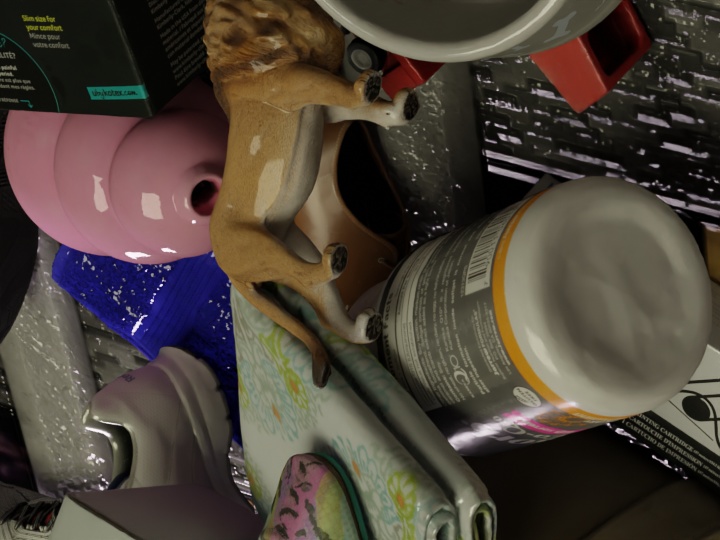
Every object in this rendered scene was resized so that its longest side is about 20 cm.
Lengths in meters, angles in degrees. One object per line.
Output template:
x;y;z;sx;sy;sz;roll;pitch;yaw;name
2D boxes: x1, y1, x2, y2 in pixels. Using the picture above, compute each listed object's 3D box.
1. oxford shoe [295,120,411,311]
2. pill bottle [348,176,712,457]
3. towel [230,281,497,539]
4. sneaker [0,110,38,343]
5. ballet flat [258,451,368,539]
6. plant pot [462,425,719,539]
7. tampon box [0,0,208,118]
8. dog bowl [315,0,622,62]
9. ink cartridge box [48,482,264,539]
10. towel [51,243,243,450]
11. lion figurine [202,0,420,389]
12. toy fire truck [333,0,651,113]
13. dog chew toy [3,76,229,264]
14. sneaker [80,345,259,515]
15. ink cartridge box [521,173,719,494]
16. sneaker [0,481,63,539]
0.000;0.000;1.450;0.071;0.071;0.201;1;124;35;oxford shoe
0.075;0.030;1.295;0.117;0.116;0.200;50;150;-9;pill bottle
-0.001;0.109;1.327;0.200;0.048;0.172;47;151;35;towel
-0.273;-0.040;1.633;0.120;0.084;0.201;22;129;17;sneaker
-0.027;0.185;1.310;0.069;0.071;0.201;37;144;44;ballet flat
0.089;0.147;1.435;0.174;0.200;0.200;48;145;22;plant pot
-0.157;-0.199;1.356;0.149;0.126;0.201;6;128;36;tampon box
0.040;-0.188;1.203;0.199;0.059;0.201;12;116;26;dog bowl
-0.106;0.236;1.433;0.144;0.145;0.201;28;101;25;ink cartridge box
-0.094;0.026;1.570;0.200;0.050;0.148;39;142;5;towel
-0.040;-0.052;1.275;0.122;0.072;0.201;15;93;33;lion figurine
0.035;-0.154;1.293;0.200;0.049;0.141;51;141;-8;toy fire truck
-0.119;-0.059;1.416;0.125;0.124;0.200;63;165;-23;dog chew toy
-0.107;0.150;1.548;0.074;0.087;0.201;-24;88;59;sneaker
0.157;0.043;1.371;0.200;0.044;0.094;34;139;12;ink cartridge box
-0.196;0.179;1.788;0.199;0.078;0.082;17;131;16;sneaker
